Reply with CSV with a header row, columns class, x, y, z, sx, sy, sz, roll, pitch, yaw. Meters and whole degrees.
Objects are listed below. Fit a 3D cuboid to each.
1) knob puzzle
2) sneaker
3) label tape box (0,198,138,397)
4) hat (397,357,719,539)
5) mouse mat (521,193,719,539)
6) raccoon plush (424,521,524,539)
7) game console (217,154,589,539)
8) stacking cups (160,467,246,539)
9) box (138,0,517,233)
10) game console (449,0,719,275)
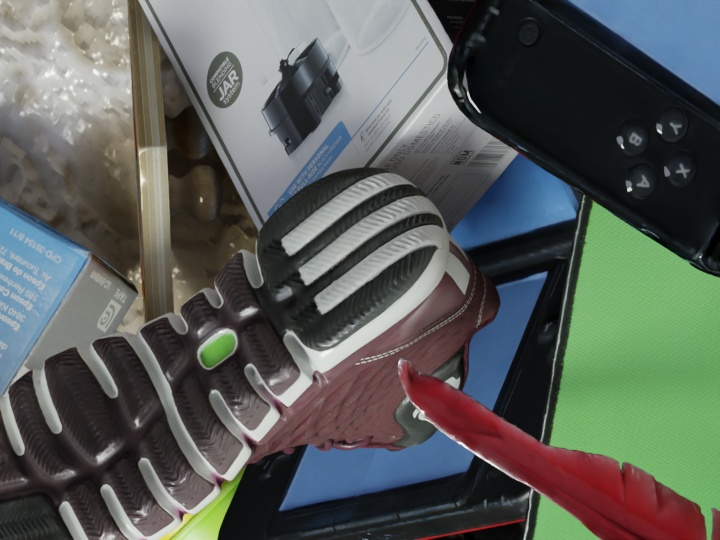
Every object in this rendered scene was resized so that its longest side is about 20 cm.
class,x,y,z,sx,sy,sz,roll,pitch,yaw
knob puzzle,-0.067,0.000,1.108,0.030,0.220,0.220,-3,117,-5
sneaker,-0.035,0.054,0.996,0.200,0.115,0.076,-33,59,15
label tape box,-0.206,0.051,1.197,0.144,0.063,0.200,31,85,20
hat,0.120,0.139,0.938,0.200,0.176,0.166,-125,35,-50
mouse mat,0.151,0.040,1.007,0.008,0.200,0.161,-137,53,-62
raccoon plush,0.057,0.182,1.063,0.200,0.097,0.134,57,145,37
game console,0.000,0.000,1.077,0.119,0.173,0.200,38,149,-24
stacking cups,-0.024,0.139,1.230,0.200,0.061,0.061,44,127,-4
box,-0.018,-0.108,1.029,0.117,0.060,0.200,-49,56,37
game console,0.155,-0.094,0.898,0.172,0.200,0.119,31,174,-23
